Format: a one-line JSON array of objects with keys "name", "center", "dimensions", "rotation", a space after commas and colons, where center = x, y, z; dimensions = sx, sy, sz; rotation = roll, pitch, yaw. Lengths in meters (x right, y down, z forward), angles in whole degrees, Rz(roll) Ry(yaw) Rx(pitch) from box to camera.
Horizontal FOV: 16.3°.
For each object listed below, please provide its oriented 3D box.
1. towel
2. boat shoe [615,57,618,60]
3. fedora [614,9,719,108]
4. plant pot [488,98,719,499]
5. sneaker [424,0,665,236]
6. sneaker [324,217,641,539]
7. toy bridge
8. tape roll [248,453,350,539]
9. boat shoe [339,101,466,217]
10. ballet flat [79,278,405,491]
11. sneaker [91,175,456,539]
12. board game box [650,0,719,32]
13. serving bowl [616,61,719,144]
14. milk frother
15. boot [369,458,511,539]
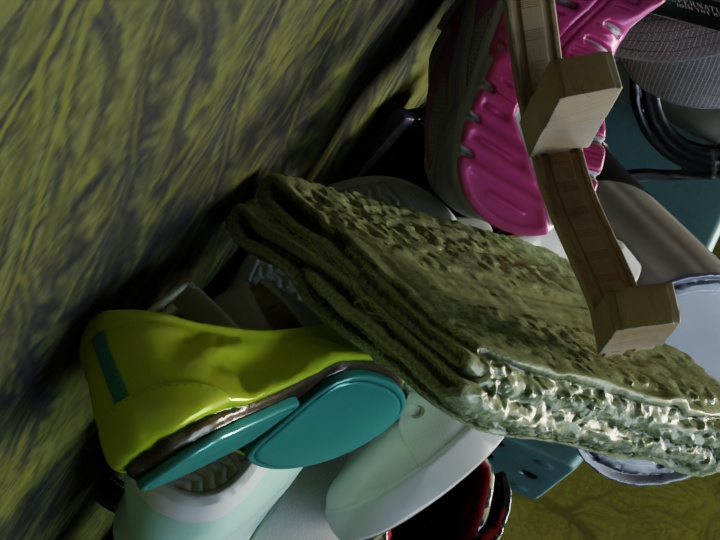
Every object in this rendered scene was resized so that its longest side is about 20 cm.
[{"name": "towel", "center": [0.053, 0.023, 0.963], "dimensions": [0.200, 0.148, 0.036], "rotation": [12, 113, -47]}, {"name": "boat shoe", "center": [0.122, -0.142, 1.319], "dimensions": [0.075, 0.062, 0.200], "rotation": [-56, 173, 28]}, {"name": "fedora", "center": [0.186, -0.148, 1.187], "dimensions": [0.200, 0.177, 0.090], "rotation": [-38, 133, -11]}, {"name": "plant pot", "center": [0.106, 0.016, 1.421], "dimensions": [0.141, 0.141, 0.200], "rotation": [124, -10, -69]}, {"name": "sneaker", "center": [0.074, -0.107, 1.067], "dimensions": [0.088, 0.081, 0.200], "rotation": [-9, -127, 65]}, {"name": "sneaker", "center": [0.035, 0.032, 1.095], "dimensions": [0.200, 0.085, 0.073], "rotation": [-47, -165, -32]}, {"name": "toy bridge", "center": [0.078, -0.063, 0.955], "dimensions": [0.027, 0.200, 0.067], "rotation": [-11, 163, -10]}, {"name": "tape roll", "center": [-0.075, 0.142, 1.146], "dimensions": [0.203, 0.037, 0.203], "rotation": [-46, -164, 17]}, {"name": "boat shoe", "center": [0.000, 0.000, 1.172], "dimensions": [0.200, 0.075, 0.093], "rotation": [-59, 160, 19]}, {"name": "ballet flat", "center": [-0.041, 0.035, 0.899], "dimensions": [0.067, 0.067, 0.200], "rotation": [-37, 167, 18]}, {"name": "sneaker", "center": [-0.039, 0.047, 1.053], "dimensions": [0.200, 0.074, 0.118], "rotation": [-47, 171, -33]}, {"name": "board game box", "center": [0.175, -0.194, 1.146], "dimensions": [0.200, 0.135, 0.028], "rotation": [-52, 140, -23]}, {"name": "serving bowl", "center": [0.199, -0.155, 1.416], "dimensions": [0.066, 0.200, 0.200], "rotation": [2, 132, -39]}, {"name": "milk frother", "center": [0.156, -0.023, 1.250], "dimensions": [0.188, 0.180, 0.200], "rotation": [51, -54, 53]}, {"name": "boot", "center": [0.033, 0.102, 1.207], "dimensions": [0.204, 0.073, 0.154], "rotation": [-41, -170, -34]}]
